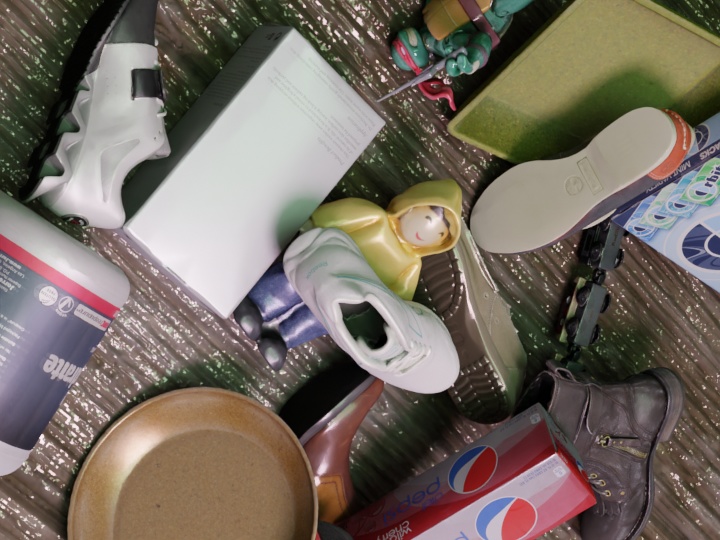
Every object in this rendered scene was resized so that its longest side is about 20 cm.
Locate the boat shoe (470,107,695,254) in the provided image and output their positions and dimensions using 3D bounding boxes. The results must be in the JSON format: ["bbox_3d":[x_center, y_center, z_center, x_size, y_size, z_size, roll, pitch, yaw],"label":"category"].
[{"bbox_3d":[0.181,-0.070,1.315,0.062,0.199,0.072,0,63,-59],"label":"boat shoe"}]

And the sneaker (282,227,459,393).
[{"bbox_3d":[0.015,0.050,1.210,0.070,0.080,0.200,-40,133,9],"label":"sneaker"}]

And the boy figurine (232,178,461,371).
[{"bbox_3d":[0.000,0.000,1.259,0.199,0.065,0.125,-30,112,6],"label":"boy figurine"}]

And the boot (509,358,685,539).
[{"bbox_3d":[0.178,0.160,1.355,0.173,0.069,0.202,-2,116,-39],"label":"boot"}]

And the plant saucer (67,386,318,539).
[{"bbox_3d":[-0.125,0.191,1.231,0.198,0.035,0.202,-4,70,11],"label":"plant saucer"}]

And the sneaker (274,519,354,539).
[{"bbox_3d":[-0.085,0.258,1.273,0.199,0.074,0.087,-26,141,11],"label":"sneaker"}]

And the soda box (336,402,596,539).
[{"bbox_3d":[0.080,0.192,1.262,0.199,0.064,0.070,-33,123,13],"label":"soda box"}]

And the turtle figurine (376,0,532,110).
[{"bbox_3d":[0.081,-0.214,1.265,0.199,0.150,0.101,-35,156,7],"label":"turtle figurine"}]

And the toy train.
[{"bbox_3d":[0.188,0.040,1.387,0.034,0.046,0.202,16,92,-24],"label":"toy train"}]

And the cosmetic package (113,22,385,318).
[{"bbox_3d":[-0.090,-0.077,1.225,0.200,0.081,0.113,-49,114,-7],"label":"cosmetic package"}]

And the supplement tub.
[{"bbox_3d":[-0.268,0.054,1.137,0.140,0.140,0.201,34,85,-25],"label":"supplement tub"}]

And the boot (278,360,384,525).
[{"bbox_3d":[0.002,0.195,1.321,0.200,0.068,0.189,43,81,-25],"label":"boot"}]

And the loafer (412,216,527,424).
[{"bbox_3d":[0.080,0.026,1.325,0.068,0.075,0.202,-33,105,-56],"label":"loafer"}]

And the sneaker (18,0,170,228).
[{"bbox_3d":[-0.173,-0.124,1.172,0.088,0.074,0.202,25,76,-25],"label":"sneaker"}]

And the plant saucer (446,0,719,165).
[{"bbox_3d":[0.201,-0.152,1.303,0.199,0.200,0.048,21,47,-29],"label":"plant saucer"}]

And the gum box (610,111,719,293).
[{"bbox_3d":[0.335,-0.056,1.358,0.199,0.169,0.045,28,44,-35],"label":"gum box"}]
